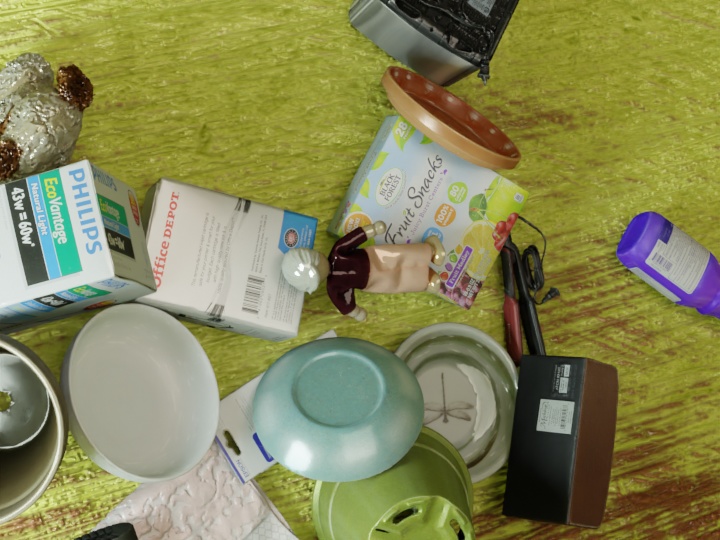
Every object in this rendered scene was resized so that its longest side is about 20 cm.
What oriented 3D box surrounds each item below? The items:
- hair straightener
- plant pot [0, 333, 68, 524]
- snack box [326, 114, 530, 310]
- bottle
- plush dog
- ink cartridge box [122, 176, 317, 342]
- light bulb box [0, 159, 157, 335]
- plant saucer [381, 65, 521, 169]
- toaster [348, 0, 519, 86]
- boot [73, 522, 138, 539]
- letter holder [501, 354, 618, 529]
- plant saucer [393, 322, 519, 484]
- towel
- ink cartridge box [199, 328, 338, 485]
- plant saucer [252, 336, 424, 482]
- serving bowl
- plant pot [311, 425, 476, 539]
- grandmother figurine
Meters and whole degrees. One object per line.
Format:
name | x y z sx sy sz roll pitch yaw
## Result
hair straightener | 0.217 0.023 1.816 0.076 0.041 0.202 -4 79 -22
plant pot | -0.393 0.151 1.458 0.198 0.174 0.202 0 95 -2
snack box | 0.084 -0.072 1.737 0.199 0.068 0.170 28 88 -14
bottle | 0.441 0.004 1.889 0.199 0.065 0.084 34 72 -14
plush dog | -0.362 -0.139 1.529 0.160 0.172 0.200 43 68 -11
ink cartridge box | -0.164 -0.010 1.637 0.199 0.084 0.147 15 77 -19
light bulb box | -0.339 -0.017 1.469 0.198 0.198 0.126 -16 83 3
plant saucer | 0.109 -0.184 1.731 0.199 0.201 0.032 28 109 -16
toaster | 0.102 -0.347 1.775 0.180 0.119 0.201 31 70 -14
boot | -0.321 0.375 1.518 0.199 0.077 0.139 -18 100 -6
letter holder | 0.267 0.217 1.744 0.142 0.100 0.202 18 77 -46
plant saucer | 0.107 0.166 1.738 0.199 0.050 0.202 3 81 -22
towel | -0.189 0.313 1.608 0.200 0.032 0.191 -43 98 -23
ink cartridge box | -0.089 0.162 1.664 0.199 0.039 0.100 -31 89 -24
plant saucer | -0.025 0.146 1.599 0.199 0.039 0.202 0 49 0
serving bowl | -0.254 0.141 1.554 0.199 0.066 0.202 21 58 -37
plant pot | 0.052 0.289 1.592 0.198 0.190 0.202 -1 96 -8
grandmother figurine | 0.000 0.000 1.638 0.199 0.060 0.122 1 98 -28
